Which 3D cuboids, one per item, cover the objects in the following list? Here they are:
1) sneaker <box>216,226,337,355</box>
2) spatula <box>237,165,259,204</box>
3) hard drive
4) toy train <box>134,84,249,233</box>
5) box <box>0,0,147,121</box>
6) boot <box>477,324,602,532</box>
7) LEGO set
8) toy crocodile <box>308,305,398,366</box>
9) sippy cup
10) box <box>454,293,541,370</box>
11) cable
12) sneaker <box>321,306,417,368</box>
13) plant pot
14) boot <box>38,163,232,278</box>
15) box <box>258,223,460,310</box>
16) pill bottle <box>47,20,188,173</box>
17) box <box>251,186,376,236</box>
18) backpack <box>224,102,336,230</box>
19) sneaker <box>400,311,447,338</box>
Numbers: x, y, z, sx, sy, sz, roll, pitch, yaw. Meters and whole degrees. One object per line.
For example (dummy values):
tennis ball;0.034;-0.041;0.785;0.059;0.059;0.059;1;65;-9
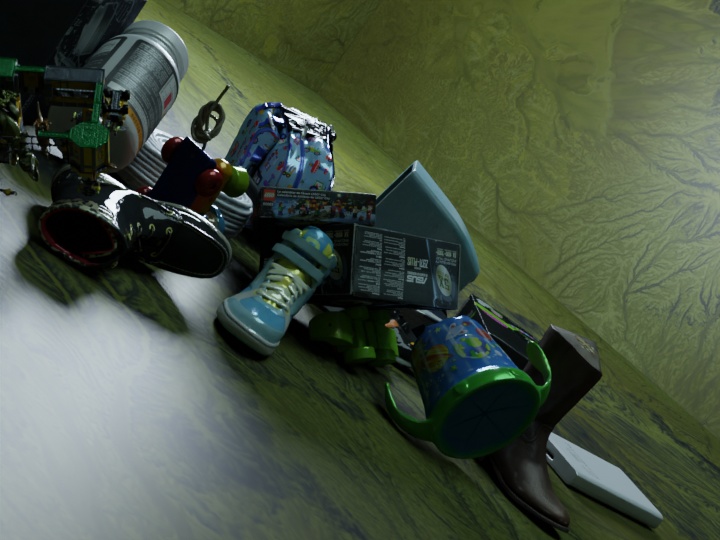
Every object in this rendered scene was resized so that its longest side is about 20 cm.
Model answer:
sneaker;-0.086;0.013;1.364;0.079;0.131;0.200;37;10;-5
spatula;-0.111;-0.062;1.705;0.200;0.056;0.021;51;-17;-9
hard drive;0.340;0.299;1.811;0.200;0.026;0.132;30;12;-33
toy train;-0.169;-0.116;1.445;0.085;0.200;0.116;42;15;28
box;-0.389;-0.296;1.532;0.124;0.200;0.197;37;10;3
boot;0.239;0.183;1.489;0.186;0.200;0.064;45;9;33
LEGO set;-0.324;-0.123;1.213;0.199;0.116;0.154;-3;49;-13
toy crocodile;-0.001;0.084;1.547;0.200;0.062;0.068;17;61;-68
sippy cup;0.123;0.129;1.461;0.177;0.140;0.130;16;32;-38
box;0.186;0.143;1.715;0.148;0.124;0.200;34;11;-9
cable;-0.233;-0.115;1.618;0.200;0.069;0.200;40;11;18
sneaker;0.026;0.050;1.686;0.200;0.090;0.070;37;10;2
plant pot;0.087;-0.035;2.037;0.200;0.196;0.196;46;9;-4
boot;-0.227;-0.030;1.253;0.203;0.074;0.154;28;14;-13
box;0.000;0.000;1.538;0.163;0.086;0.200;-2;-8;42
pill bottle;-0.291;-0.218;1.529;0.116;0.116;0.200;35;42;-9
box;-0.062;-0.067;1.534;0.136;0.038;0.200;4;-5;-8
backpack;-0.117;-0.126;1.790;0.134;0.183;0.200;23;26;-21
sneaker;0.133;0.096;1.881;0.202;0.077;0.146;34;13;-7
